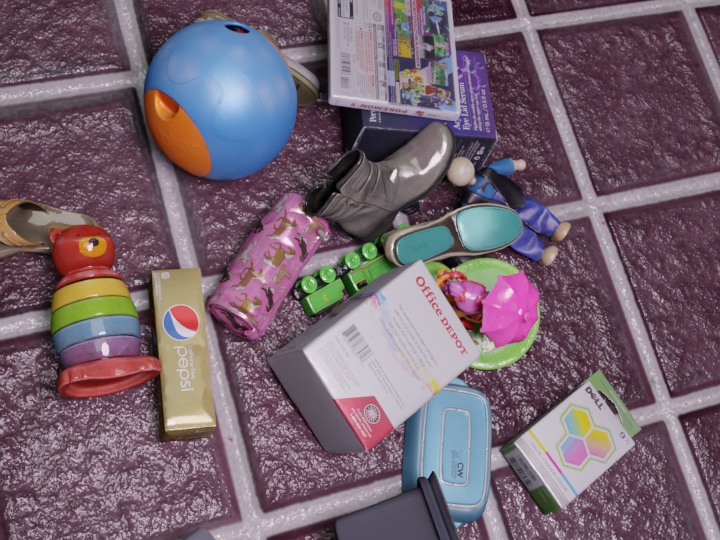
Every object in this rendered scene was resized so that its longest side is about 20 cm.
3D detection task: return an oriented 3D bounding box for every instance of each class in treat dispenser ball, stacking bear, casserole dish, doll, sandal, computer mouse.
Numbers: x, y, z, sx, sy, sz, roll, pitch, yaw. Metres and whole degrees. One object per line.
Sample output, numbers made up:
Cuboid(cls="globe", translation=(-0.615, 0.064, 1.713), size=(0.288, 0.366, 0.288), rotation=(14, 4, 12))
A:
Cuboid(cls="treat dispenser ball", translation=(-0.179, -0.218, 1.354), size=(0.197, 0.201, 0.204), rotation=(5, 69, -13))
Cuboid(cls="stacking bear", translation=(-0.322, 0.041, 1.266), size=(0.120, 0.114, 0.203), rotation=(-6, 74, -27))
Cuboid(cls="casserole dish", translation=(0.117, 0.231, 1.362), size=(0.119, 0.039, 0.203), rotation=(10, 69, -11))
Cuboid(cls="doll", translation=(0.200, -0.095, 1.469), size=(0.199, 0.048, 0.138), rotation=(33, 80, -17))
Cuboid(cls="sandal", translation=(-0.421, -0.054, 1.307), size=(0.196, 0.054, 0.082), rotation=(3, 70, -15))
Cuboid(cls="computer mouse", translation=(0.107, -0.067, 1.470), size=(0.058, 0.034, 0.200), rotation=(-40, 84, -23))

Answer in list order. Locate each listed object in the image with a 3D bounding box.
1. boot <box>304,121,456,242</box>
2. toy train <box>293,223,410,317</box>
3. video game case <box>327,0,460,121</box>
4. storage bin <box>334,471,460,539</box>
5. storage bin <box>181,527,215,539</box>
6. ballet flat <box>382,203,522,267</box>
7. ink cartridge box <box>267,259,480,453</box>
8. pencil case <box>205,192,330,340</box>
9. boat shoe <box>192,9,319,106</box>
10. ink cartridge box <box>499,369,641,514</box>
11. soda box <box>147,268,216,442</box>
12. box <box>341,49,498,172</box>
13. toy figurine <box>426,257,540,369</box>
Cuboid(cls="boot", translation=(0.028, -0.125, 1.347), size=(0.200, 0.130, 0.068), rotation=(-46, 56, 10))
Cuboid(cls="toy train", translation=(0.000, 0.000, 1.414), size=(0.198, 0.042, 0.057), rotation=(-28, 89, -23))
Cuboid(cls="video game case", translation=(0.043, -0.300, 1.430), size=(0.179, 0.023, 0.203), rotation=(6, 61, -13))
Cuboid(cls="storage bin", translation=(0.053, 0.360, 1.219), size=(0.132, 0.147, 0.202), rotation=(-13, 50, -7))
Cuboid(cls="storage bin", translation=(-0.180, 0.392, 1.174), size=(0.200, 0.146, 0.134), rotation=(47, 56, 5))
Cuboid(cls="ballet flat", translation=(0.120, -0.047, 1.414), size=(0.197, 0.070, 0.071), rotation=(-11, 73, -18))
Cuboid(cls="ink cartridge box", translation=(0.016, 0.108, 1.308), size=(0.199, 0.144, 0.147), rotation=(-35, 95, -24))
Cuboid(cls="pencil case", translation=(-0.117, -0.005, 1.361), size=(0.083, 0.086, 0.201), rotation=(47, 62, -28))
Cuboid(cls="boat shoe", translation=(-0.141, -0.300, 1.464), size=(0.198, 0.075, 0.069), rotation=(26, 57, -15))
Cuboid(cls="ink cartridge box", translation=(0.293, 0.220, 1.402), size=(0.199, 0.059, 0.104), rotation=(-33, 82, -23))
Cuboid(cls="soda box", translation=(-0.222, 0.104, 1.297), size=(0.063, 0.068, 0.203), rotation=(-4, 72, -17))
Cuboid(cls="box", translation=(0.077, -0.224, 1.474), size=(0.196, 0.105, 0.150), rotation=(2, 64, -16))
Cuboid(cls="toy figurine", translation=(0.153, 0.038, 1.345), size=(0.197, 0.184, 0.152), rotation=(22, 83, 0))
